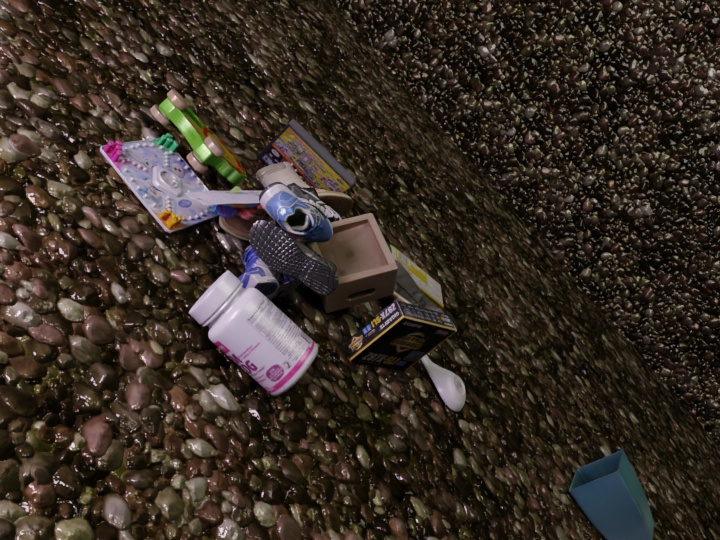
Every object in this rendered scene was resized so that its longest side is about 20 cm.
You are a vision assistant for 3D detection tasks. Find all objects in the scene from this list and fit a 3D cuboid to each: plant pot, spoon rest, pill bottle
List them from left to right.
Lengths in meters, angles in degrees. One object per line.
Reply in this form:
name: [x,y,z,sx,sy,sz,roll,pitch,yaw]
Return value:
pill bottle: [-0.177,0.102,1.161,0.200,0.113,0.113,44,26,-11]
spoon rest: [0.190,0.237,1.655,0.099,0.060,0.201,-12,78,-61]
plant pot: [0.661,0.603,1.816,0.201,0.141,0.141,60,26,6]

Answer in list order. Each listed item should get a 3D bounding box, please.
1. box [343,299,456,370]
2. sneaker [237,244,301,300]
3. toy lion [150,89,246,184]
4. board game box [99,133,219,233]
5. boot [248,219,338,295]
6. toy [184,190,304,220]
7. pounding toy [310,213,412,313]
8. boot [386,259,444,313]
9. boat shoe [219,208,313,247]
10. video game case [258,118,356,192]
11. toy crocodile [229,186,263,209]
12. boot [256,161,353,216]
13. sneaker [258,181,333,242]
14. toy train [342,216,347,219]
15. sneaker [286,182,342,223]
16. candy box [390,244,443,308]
box: [0.085,0.140,1.478,0.200,0.160,0.050,18,40,-49]
sneaker: [-0.193,-0.001,1.332,0.115,0.081,0.199,47,21,11]
toy lion: [-0.322,-0.267,1.471,0.200,0.069,0.192,51,9,6]
board game box: [-0.364,-0.174,1.339,0.200,0.026,0.200,51,25,1]
boot: [-0.128,-0.031,1.338,0.200,0.068,0.131,37,8,-15]
toy: [-0.218,-0.123,1.332,0.199,0.048,0.115,-10,20,-31]
pounding toy: [0.000,0.000,1.512,0.199,0.143,0.185,-15,57,-14]
boot: [0.081,0.069,1.666,0.181,0.073,0.200,-20,59,-37]
boat shoe: [-0.179,-0.093,1.404,0.199,0.066,0.074,10,72,-18]
video game case: [-0.128,-0.241,1.651,0.200,0.181,0.026,44,57,-12]
toy crocodile: [-0.196,-0.099,1.466,0.200,0.062,0.068,47,25,-4]
boot: [-0.128,-0.185,1.616,0.199,0.072,0.155,-4,41,-27]
sneaker: [-0.112,-0.088,1.313,0.200,0.076,0.077,29,19,-54]
toy train: [-0.038,-0.042,1.630,0.200,0.085,0.114,50,35,0]
sneaker: [-0.099,-0.135,1.514,0.200,0.066,0.091,27,36,-57]
candy box: [0.146,0.020,1.900,0.200,0.026,0.102,38,30,-23]
